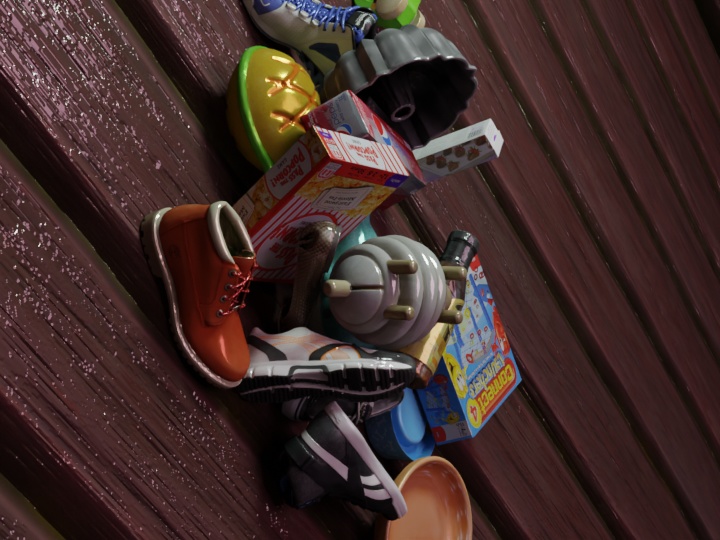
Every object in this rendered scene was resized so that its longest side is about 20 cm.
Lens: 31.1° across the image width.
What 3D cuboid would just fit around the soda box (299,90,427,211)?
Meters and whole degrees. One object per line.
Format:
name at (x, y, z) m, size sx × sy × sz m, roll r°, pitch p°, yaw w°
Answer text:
soda box at (0.006, -0.135, 1.493) m, size 0.200 × 0.069 × 0.064 m, roll 32°, pitch 32°, yaw -64°

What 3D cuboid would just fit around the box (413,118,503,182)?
box at (0.094, -0.144, 1.700) m, size 0.039 × 0.198 × 0.042 m, roll 55°, pitch 36°, yaw -24°

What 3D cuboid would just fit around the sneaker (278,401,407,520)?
sneaker at (-0.030, 0.238, 1.452) m, size 0.073 × 0.111 × 0.201 m, roll 48°, pitch -8°, yaw 49°

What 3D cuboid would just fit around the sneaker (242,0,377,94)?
sneaker at (-0.040, -0.300, 1.583) m, size 0.200 × 0.115 × 0.081 m, roll 47°, pitch 45°, yaw -9°

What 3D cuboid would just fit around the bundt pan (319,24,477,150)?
bundt pan at (0.037, -0.216, 1.540) m, size 0.201 × 0.201 × 0.077 m, roll 16°, pitch 43°, yaw -55°

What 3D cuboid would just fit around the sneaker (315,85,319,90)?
sneaker at (-0.035, -0.184, 1.658) m, size 0.084 × 0.073 × 0.202 m, roll 27°, pitch 56°, yaw -8°

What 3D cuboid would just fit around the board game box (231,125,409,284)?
board game box at (-0.063, -0.066, 1.404) m, size 0.151 × 0.200 × 0.047 m, roll 5°, pitch 48°, yaw -54°

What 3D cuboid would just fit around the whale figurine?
whale figurine at (0.000, 0.000, 1.552) m, size 0.158 × 0.102 × 0.204 m, roll 1°, pitch 93°, yaw -59°

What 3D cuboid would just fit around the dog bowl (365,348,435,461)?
dog bowl at (0.057, 0.155, 1.664) m, size 0.112 × 0.049 × 0.202 m, roll 49°, pitch 40°, yaw -37°

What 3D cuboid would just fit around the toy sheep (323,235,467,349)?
toy sheep at (0.032, 0.023, 1.432) m, size 0.199 × 0.137 × 0.140 m, roll 14°, pitch 66°, yaw -49°

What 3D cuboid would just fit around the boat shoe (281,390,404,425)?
boat shoe at (-0.011, 0.143, 1.506) m, size 0.199 × 0.071 × 0.073 m, roll -13°, pitch 133°, yaw -55°

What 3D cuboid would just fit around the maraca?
maraca at (-0.094, -0.159, 1.486) m, size 0.137 × 0.106 × 0.203 m, roll -10°, pitch 87°, yaw -59°

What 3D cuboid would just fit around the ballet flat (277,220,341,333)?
ballet flat at (-0.065, 0.013, 1.431) m, size 0.046 × 0.201 × 0.068 m, roll 17°, pitch 51°, yaw -5°

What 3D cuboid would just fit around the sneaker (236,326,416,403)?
sneaker at (-0.037, 0.095, 1.413) m, size 0.074 × 0.196 × 0.081 m, roll 96°, pitch -5°, yaw -52°

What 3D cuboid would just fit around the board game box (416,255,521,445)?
board game box at (0.126, 0.096, 1.700) m, size 0.200 × 0.055 × 0.198 m, roll -36°, pitch 107°, yaw -59°

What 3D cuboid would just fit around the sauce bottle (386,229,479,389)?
sauce bottle at (0.091, 0.044, 1.559) m, size 0.066 × 0.065 × 0.202 m, roll 45°, pitch 62°, yaw -40°

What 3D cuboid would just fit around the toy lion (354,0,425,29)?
toy lion at (0.060, -0.438, 1.818) m, size 0.201 × 0.191 × 0.069 m, roll -52°, pitch 133°, yaw -3°

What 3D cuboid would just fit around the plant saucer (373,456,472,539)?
plant saucer at (0.074, 0.331, 1.601) m, size 0.199 × 0.037 × 0.204 m, roll 2°, pitch 87°, yaw -55°

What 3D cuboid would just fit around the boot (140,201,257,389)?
boot at (-0.145, 0.025, 1.331) m, size 0.075 × 0.106 × 0.203 m, roll -42°, pitch 115°, yaw -58°
